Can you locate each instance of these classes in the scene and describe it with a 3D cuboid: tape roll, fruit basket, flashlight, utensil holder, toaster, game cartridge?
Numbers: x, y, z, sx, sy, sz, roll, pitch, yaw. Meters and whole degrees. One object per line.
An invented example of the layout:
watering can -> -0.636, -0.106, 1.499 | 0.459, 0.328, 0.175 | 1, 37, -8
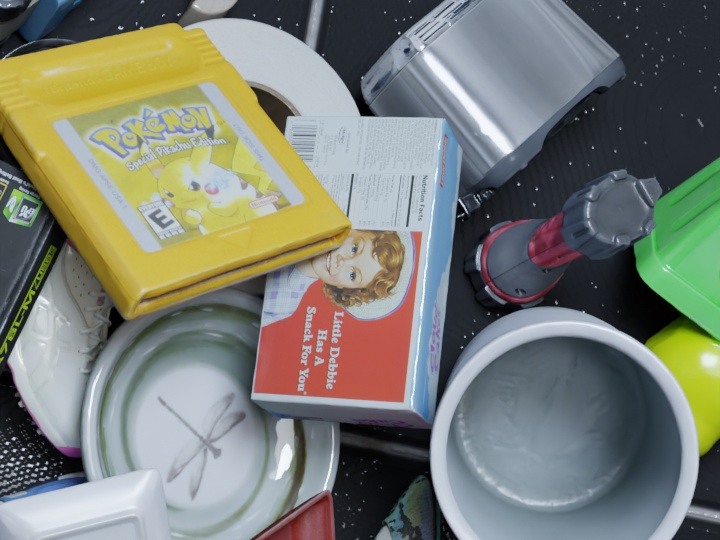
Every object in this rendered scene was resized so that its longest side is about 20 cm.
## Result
tape roll -> -0.087, -0.078, 1.194 | 0.201, 0.037, 0.205 | 6, 77, -26
fruit basket -> 0.279, 0.047, 1.272 | 0.214, 0.156, 0.217 | 3, 114, 6
flashlight -> 0.137, -0.019, 1.185 | 0.067, 0.200, 0.068 | 14, 76, -14
utensil holder -> 0.133, 0.110, 1.132 | 0.168, 0.200, 0.172 | 0, 93, 5
toaster -> 0.090, -0.134, 1.235 | 0.129, 0.114, 0.200 | 48, 61, 1
game cartridge -> -0.127, -0.073, 1.075 | 0.175, 0.033, 0.200 | -20, 64, -38

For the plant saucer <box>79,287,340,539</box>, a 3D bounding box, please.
plant saucer -> -0.108, 0.112, 1.144 | 0.199, 0.050, 0.202 | 6, 79, -34

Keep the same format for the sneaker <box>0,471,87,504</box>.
sneaker -> -0.240, 0.189, 1.085 | 0.199, 0.077, 0.076 | -25, 86, -22

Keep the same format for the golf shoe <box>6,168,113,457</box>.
golf shoe -> -0.194, 0.024, 1.113 | 0.091, 0.075, 0.202 | -14, 96, 17

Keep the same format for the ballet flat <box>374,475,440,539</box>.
ballet flat -> 0.021, 0.243, 1.166 | 0.074, 0.074, 0.202 | 4, 76, -17

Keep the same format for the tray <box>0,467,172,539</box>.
tray -> -0.164, 0.231, 1.077 | 0.107, 0.022, 0.202 | -13, 112, -15

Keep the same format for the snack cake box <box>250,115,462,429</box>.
snack cake box -> 0.000, 0.000, 1.128 | 0.114, 0.067, 0.202 | 3, 75, 16

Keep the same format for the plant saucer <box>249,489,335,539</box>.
plant saucer -> -0.070, 0.263, 1.070 | 0.036, 0.199, 0.202 | 2, 102, 24

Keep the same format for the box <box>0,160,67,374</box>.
box -> -0.309, 0.001, 1.068 | 0.199, 0.048, 0.194 | 25, 81, 8

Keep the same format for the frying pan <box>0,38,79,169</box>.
frying pan -> -0.179, -0.101, 1.186 | 0.189, 0.031, 0.116 | 4, 86, -25

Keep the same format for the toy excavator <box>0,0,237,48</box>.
toy excavator -> -0.204, -0.224, 1.178 | 0.200, 0.100, 0.195 | -41, 95, -29
